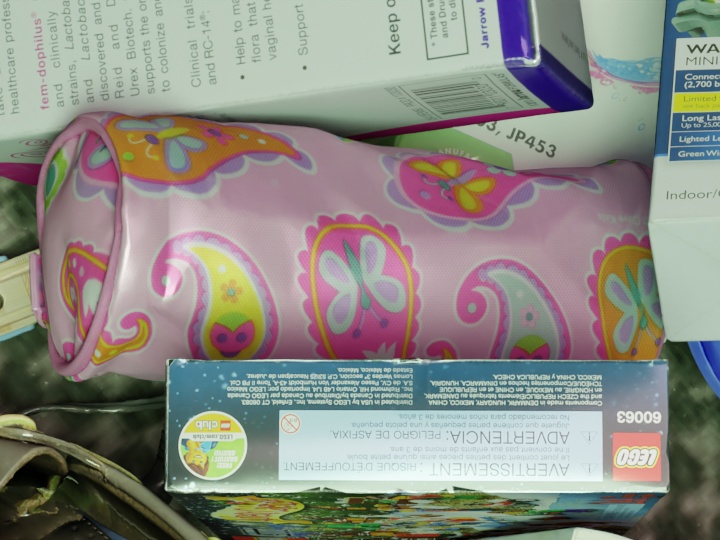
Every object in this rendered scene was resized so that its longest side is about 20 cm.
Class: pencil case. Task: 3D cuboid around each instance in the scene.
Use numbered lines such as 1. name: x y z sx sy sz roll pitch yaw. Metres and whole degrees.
1. pencil case: 0.000 0.000 0.854 0.200 0.087 0.088 4 81 -26

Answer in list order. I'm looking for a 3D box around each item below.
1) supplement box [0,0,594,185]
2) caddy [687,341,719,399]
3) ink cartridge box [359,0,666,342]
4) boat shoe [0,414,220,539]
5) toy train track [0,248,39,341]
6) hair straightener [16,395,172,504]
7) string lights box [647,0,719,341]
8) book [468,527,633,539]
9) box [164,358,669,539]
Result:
1. supplement box: -0.036 -0.092 0.885 0.199 0.101 0.104 -8 83 13
2. caddy: 0.184 0.006 0.955 0.200 0.105 0.142 50 60 -35
3. ink cartridge box: 0.079 -0.084 0.975 0.117 0.067 0.200 23 77 -11
4. boat shoe: -0.100 0.077 0.833 0.200 0.060 0.072 35 44 25
5. toy train track: -0.165 0.026 0.911 0.200 0.033 0.115 -21 88 -18
6. hair straightener: -0.131 0.113 0.902 0.077 0.041 0.200 41 78 -7
7. string lights box: 0.148 -0.073 0.863 0.102 0.059 0.200 -2 49 13
8. book: 0.089 0.122 0.881 0.133 0.200 0.048 23 78 -12
9. box: 0.018 0.057 0.835 0.136 0.200 0.038 -1 81 2
